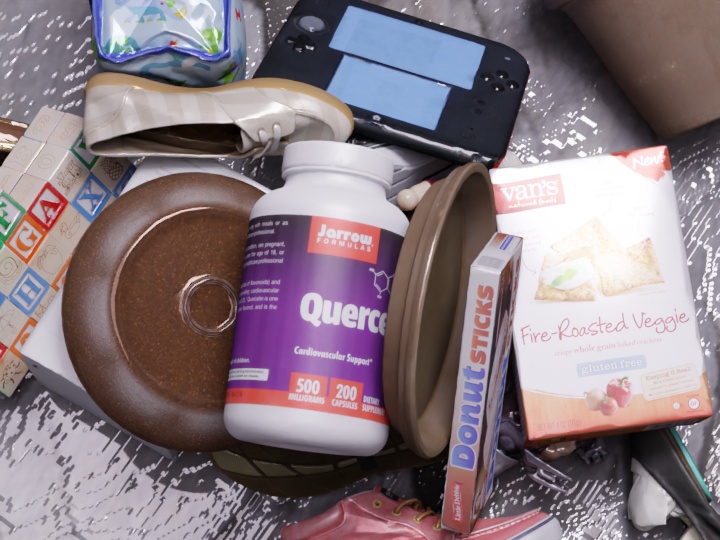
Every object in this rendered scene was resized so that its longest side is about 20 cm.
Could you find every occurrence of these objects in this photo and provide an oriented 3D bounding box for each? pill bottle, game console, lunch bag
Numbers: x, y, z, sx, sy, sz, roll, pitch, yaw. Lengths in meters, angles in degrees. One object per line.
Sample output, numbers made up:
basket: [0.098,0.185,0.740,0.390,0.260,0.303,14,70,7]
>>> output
pill bottle: [-0.026,0.020,1.040,0.112,0.112,0.202,7,81,0]
game console: [0.028,-0.152,1.208,0.199,0.031,0.177,17,33,4]
lunch bag: [-0.151,-0.220,1.201,0.126,0.170,0.202,1,73,-4]

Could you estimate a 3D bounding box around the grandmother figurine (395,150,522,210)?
grandmother figurine: [0.069,-0.019,1.172,0.060,0.122,0.200,9,47,35]

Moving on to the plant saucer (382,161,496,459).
plant saucer: [0.054,0.025,1.040,0.029,0.200,0.201,10,72,16]

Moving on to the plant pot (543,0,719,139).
plant pot: [0.255,-0.204,1.212,0.199,0.200,0.176,-24,92,-9]

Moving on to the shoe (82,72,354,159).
shoe: [-0.104,-0.102,1.122,0.198,0.070,0.054,4,57,0]

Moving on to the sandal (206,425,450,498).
sandal: [-0.016,0.119,1.153,0.199,0.081,0.054,-13,38,6]

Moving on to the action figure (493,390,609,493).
action figure: [0.148,0.083,1.174,0.130,0.069,0.200,37,79,2]

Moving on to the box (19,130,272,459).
box: [-0.146,0.020,1.165,0.124,0.098,0.201,29,74,7]

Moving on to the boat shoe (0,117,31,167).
boat shoe: [-0.337,-0.123,1.216,0.199,0.072,0.068,11,75,4]

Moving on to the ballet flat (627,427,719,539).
ballet flat: [0.244,0.188,1.145,0.068,0.068,0.201,-34,76,-3]

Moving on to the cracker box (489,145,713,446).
cracker box: [0.171,0.019,1.123,0.133,0.058,0.202,-8,78,1]

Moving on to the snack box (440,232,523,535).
snack box: [0.084,0.079,1.076,0.024,0.072,0.201,11,113,14]

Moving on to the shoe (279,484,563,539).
shoe: [0.043,0.194,1.131,0.199,0.071,0.092,-21,80,-3]

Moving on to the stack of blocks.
stack of blocks: [-0.259,-0.023,1.159,0.058,0.115,0.201,18,69,38]

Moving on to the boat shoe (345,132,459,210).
boat shoe: [0.007,-0.081,1.189,0.071,0.072,0.200,39,36,22]

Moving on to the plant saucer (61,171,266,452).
plant saucer: [-0.109,0.027,1.090,0.199,0.037,0.202,3,82,-19]
